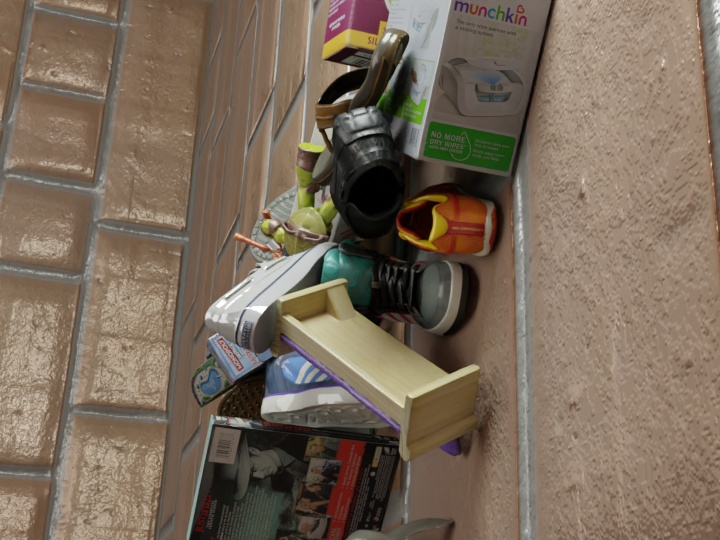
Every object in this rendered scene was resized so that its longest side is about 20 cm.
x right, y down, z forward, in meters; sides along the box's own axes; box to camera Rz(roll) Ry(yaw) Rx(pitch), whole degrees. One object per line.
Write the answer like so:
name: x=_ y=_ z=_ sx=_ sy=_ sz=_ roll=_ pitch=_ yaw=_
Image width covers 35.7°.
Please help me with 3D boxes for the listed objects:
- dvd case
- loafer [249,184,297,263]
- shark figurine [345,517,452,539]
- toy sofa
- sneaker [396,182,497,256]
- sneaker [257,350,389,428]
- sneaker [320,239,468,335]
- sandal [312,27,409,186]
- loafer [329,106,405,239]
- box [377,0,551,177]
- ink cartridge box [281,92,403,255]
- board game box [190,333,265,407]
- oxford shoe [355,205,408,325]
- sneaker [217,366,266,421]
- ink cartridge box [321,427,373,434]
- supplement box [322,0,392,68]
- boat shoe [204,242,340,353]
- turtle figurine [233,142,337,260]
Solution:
dvd case: x=-0.069 y=0.229 z=1.163 sx=0.022 sy=0.200 sz=0.146 roll=-122 pitch=42 yaw=-67
loafer: x=-0.056 y=-0.076 z=1.412 sx=0.200 sy=0.075 sz=0.070 roll=-47 pitch=-29 yaw=-9
shark figurine: x=0.015 y=0.281 z=1.074 sx=0.128 sy=0.089 sz=0.215 roll=42 pitch=139 yaw=31
toy sofa: x=0.009 y=0.096 z=1.007 sx=0.200 sy=0.083 sz=0.098 roll=33 pitch=128 yaw=40
sneaker: x=0.066 y=-0.053 z=1.066 sx=0.200 sy=0.077 sz=0.073 roll=-173 pitch=90 yaw=-76
sneaker: x=-0.020 y=0.090 z=1.203 sx=0.200 sy=0.081 sz=0.147 roll=-10 pitch=57 yaw=39
sneaker: x=0.023 y=0.014 z=1.096 sx=0.200 sy=0.121 sz=0.084 roll=173 pitch=106 yaw=-74
sandal: x=-0.013 y=-0.158 z=1.051 sx=0.082 sy=0.055 sz=0.200 roll=-67 pitch=5 yaw=-33
loafer: x=0.007 y=-0.074 z=1.044 sx=0.201 sy=0.068 sz=0.070 roll=83 pitch=171 yaw=-65
box: x=0.083 y=-0.193 z=1.042 sx=0.200 sy=0.097 sz=0.177 roll=-137 pitch=58 yaw=-72
ink cartridge box: x=-0.015 y=-0.100 z=1.298 sx=0.115 sy=0.068 sz=0.200 roll=-29 pitch=-36 yaw=-52
board game box: x=-0.130 y=0.090 z=1.379 sx=0.200 sy=0.200 sz=0.062 roll=-36 pitch=85 yaw=42
oxford shoe: x=0.000 y=0.000 z=1.263 sx=0.200 sy=0.084 sz=0.073 roll=117 pitch=159 yaw=-44
sneaker: x=-0.075 y=0.129 z=1.349 sx=0.200 sy=0.067 sz=0.090 roll=-32 pitch=0 yaw=22
ink cartridge box: x=-0.055 y=0.252 z=1.316 sx=0.200 sy=0.083 sz=0.147 roll=129 pitch=146 yaw=-60
supplement box: x=0.046 y=-0.313 z=1.184 sx=0.103 sy=0.131 sz=0.200 roll=-175 pitch=93 yaw=-73
boat shoe: x=-0.081 y=0.014 z=1.107 sx=0.200 sy=0.065 sz=0.074 roll=-35 pitch=-41 yaw=-59
turtle figurine: x=-0.060 y=-0.054 z=1.222 sx=0.200 sy=0.064 sz=0.161 roll=26 pitch=110 yaw=31
